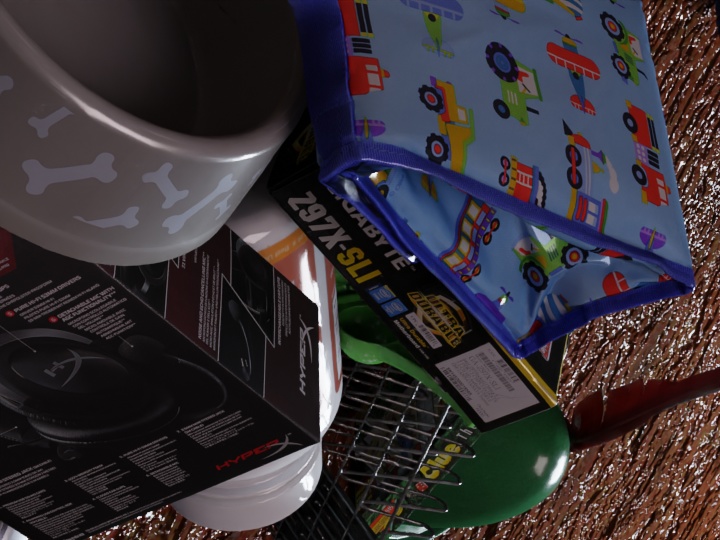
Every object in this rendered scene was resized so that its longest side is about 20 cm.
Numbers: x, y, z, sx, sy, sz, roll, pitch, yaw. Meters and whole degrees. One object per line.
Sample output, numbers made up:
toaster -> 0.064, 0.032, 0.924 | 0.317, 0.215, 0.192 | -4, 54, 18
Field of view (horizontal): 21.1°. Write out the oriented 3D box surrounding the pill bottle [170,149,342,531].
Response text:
pill bottle -> -0.066, 0.026, 0.917 | 0.112, 0.112, 0.201 | -33, 139, -30

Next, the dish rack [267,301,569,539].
dish rack -> 0.014, 0.071, 1.014 | 0.054, 0.154, 0.201 | 15, 111, -33

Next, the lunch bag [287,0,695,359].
lunch bag -> 0.037, -0.076, 0.764 | 0.094, 0.152, 0.200 | -24, 146, 29

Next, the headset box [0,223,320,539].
headset box -> -0.131, 0.019, 0.770 | 0.148, 0.078, 0.200 | -25, 134, 25

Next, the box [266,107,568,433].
box -> 0.043, -0.051, 0.897 | 0.160, 0.049, 0.201 | 47, 36, -23

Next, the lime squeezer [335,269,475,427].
lime squeezer -> 0.000, 0.000, 0.951 | 0.037, 0.201, 0.071 | -16, 159, -19

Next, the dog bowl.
dog bowl -> -0.099, -0.103, 0.701 | 0.059, 0.201, 0.199 | -35, 159, 36

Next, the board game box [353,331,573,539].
board game box -> 0.059, 0.047, 1.049 | 0.023, 0.105, 0.200 | 29, 119, -18

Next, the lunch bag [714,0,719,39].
lunch bag -> 0.293, -0.203, 1.150 | 0.200, 0.136, 0.133 | -42, 143, -17

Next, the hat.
hat -> 0.112, 0.128, 1.155 | 0.165, 0.176, 0.201 | -32, 139, -30

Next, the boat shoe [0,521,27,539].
boat shoe -> -0.235, 0.143, 0.850 | 0.202, 0.075, 0.086 | -43, 142, -3
